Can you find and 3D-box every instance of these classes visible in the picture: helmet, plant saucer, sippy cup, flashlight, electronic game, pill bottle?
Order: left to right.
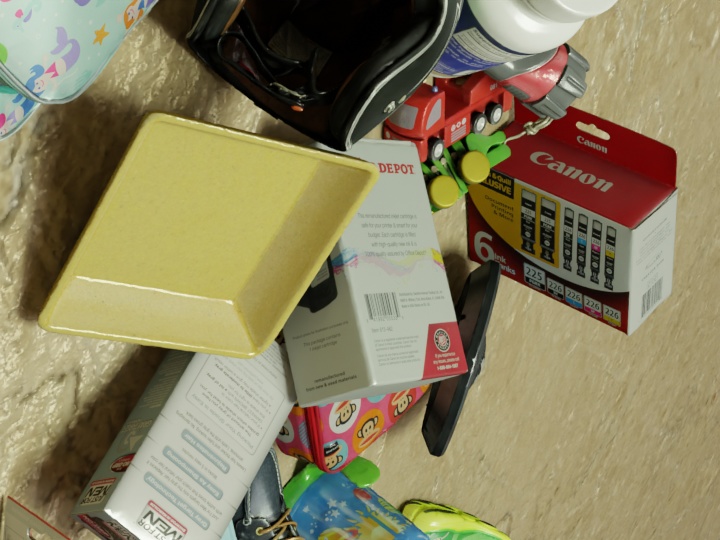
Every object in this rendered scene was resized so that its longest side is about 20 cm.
[{"bbox_3d":[-0.116,-0.031,1.113,0.198,0.049,0.201,10,126,-37],"label":"plant saucer"},{"bbox_3d":[-0.016,-0.203,1.093,0.192,0.199,0.200,-57,147,-4],"label":"helmet"},{"bbox_3d":[-0.007,0.268,1.466,0.140,0.129,0.178,-56,146,-15],"label":"sippy cup"},{"bbox_3d":[0.103,0.087,1.514,0.200,0.041,0.203,18,90,-89],"label":"electronic game"},{"bbox_3d":[0.111,-0.208,1.322,0.199,0.068,0.068,34,118,-27],"label":"flashlight"},{"bbox_3d":[0.110,-0.222,1.175,0.118,0.199,0.122,2,86,-29],"label":"pill bottle"}]

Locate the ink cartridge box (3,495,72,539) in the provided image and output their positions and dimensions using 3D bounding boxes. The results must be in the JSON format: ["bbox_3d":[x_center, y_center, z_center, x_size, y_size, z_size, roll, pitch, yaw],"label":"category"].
[{"bbox_3d":[-0.227,0.274,1.173,0.050,0.108,0.203,-18,125,-48],"label":"ink cartridge box"}]

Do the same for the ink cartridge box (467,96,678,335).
[{"bbox_3d":[0.203,-0.062,1.489,0.084,0.199,0.177,-38,139,-34],"label":"ink cartridge box"}]

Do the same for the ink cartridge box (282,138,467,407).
[{"bbox_3d":[0.000,0.000,1.262,0.145,0.082,0.203,-2,77,-54],"label":"ink cartridge box"}]

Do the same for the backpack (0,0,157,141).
[{"bbox_3d":[-0.218,-0.175,0.875,0.201,0.150,0.178,-50,146,-14],"label":"backpack"}]

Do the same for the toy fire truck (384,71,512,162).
[{"bbox_3d":[0.098,-0.197,1.391,0.199,0.048,0.143,-32,134,-39],"label":"toy fire truck"}]

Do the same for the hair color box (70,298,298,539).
[{"bbox_3d":[-0.130,0.134,1.196,0.099,0.060,0.201,43,57,-23],"label":"hair color box"}]

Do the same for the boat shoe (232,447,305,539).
[{"bbox_3d":[-0.079,0.238,1.377,0.071,0.090,0.203,-31,134,-44],"label":"boat shoe"}]

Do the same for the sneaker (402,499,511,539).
[{"bbox_3d":[0.100,0.309,1.703,0.199,0.074,0.085,25,88,-48],"label":"sneaker"}]

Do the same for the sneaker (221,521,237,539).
[{"bbox_3d":[-0.152,0.205,1.293,0.082,0.073,0.202,-75,157,-47],"label":"sneaker"}]

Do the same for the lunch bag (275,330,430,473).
[{"bbox_3d":[-0.006,0.065,1.390,0.200,0.081,0.178,-41,136,-37],"label":"lunch bag"}]

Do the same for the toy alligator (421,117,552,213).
[{"bbox_3d":[0.096,-0.107,1.432,0.199,0.059,0.055,-39,97,-18],"label":"toy alligator"}]
